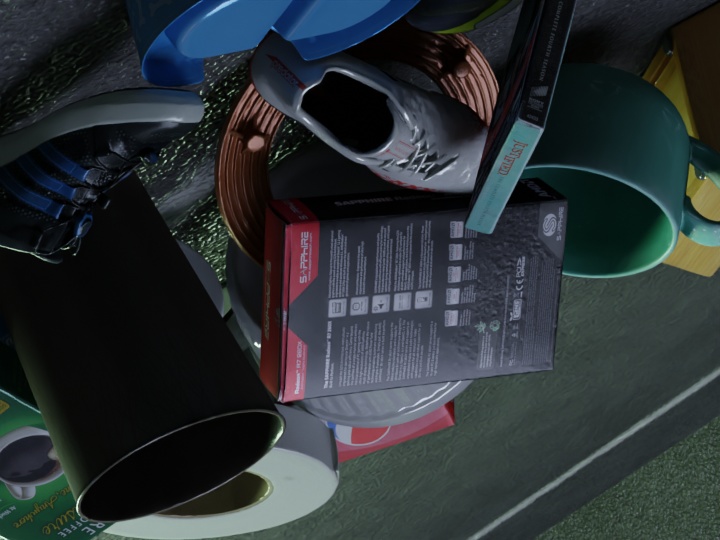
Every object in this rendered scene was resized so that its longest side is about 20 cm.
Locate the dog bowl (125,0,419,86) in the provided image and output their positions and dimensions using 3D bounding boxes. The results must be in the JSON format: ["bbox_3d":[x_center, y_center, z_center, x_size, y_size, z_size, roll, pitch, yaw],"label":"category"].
[{"bbox_3d":[-0.045,-0.161,1.335,0.200,0.050,0.111,-15,160,-38],"label":"dog bowl"}]

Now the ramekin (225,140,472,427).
[{"bbox_3d":[0.000,0.000,1.670,0.200,0.201,0.105,-29,156,4],"label":"ramekin"}]

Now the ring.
[{"bbox_3d":[0.003,-0.074,1.537,0.200,0.019,0.201,-12,123,-19],"label":"ring"}]

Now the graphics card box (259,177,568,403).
[{"bbox_3d":[0.034,0.011,1.551,0.199,0.126,0.051,-6,-158,-21],"label":"graphics card box"}]

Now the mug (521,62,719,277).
[{"bbox_3d":[0.180,-0.076,1.777,0.185,0.115,0.152,28,147,-25],"label":"mug"}]

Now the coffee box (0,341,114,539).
[{"bbox_3d":[-0.236,0.113,1.574,0.123,0.044,0.200,-36,128,28],"label":"coffee box"}]

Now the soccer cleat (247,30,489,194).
[{"bbox_3d":[0.017,-0.087,1.469,0.200,0.085,0.069,28,105,-35],"label":"soccer cleat"}]

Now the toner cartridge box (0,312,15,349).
[{"bbox_3d":[-0.258,0.072,1.633,0.200,0.095,0.043,-37,161,28],"label":"toner cartridge box"}]

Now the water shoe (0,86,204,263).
[{"bbox_3d":[-0.167,-0.046,1.362,0.200,0.079,0.071,-18,172,27],"label":"water shoe"}]

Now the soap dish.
[{"bbox_3d":[0.271,-0.102,1.893,0.081,0.158,0.200,-7,159,-12],"label":"soap dish"}]

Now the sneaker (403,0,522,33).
[{"bbox_3d":[0.078,-0.212,1.372,0.081,0.074,0.200,0,143,-43],"label":"sneaker"}]

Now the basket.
[{"bbox_3d":[-0.153,0.038,1.499,0.136,0.200,0.180,-31,163,9],"label":"basket"}]

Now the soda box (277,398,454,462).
[{"bbox_3d":[-0.032,0.104,1.808,0.199,0.063,0.070,-20,123,14],"label":"soda box"}]

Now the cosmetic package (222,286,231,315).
[{"bbox_3d":[-0.037,0.058,1.943,0.085,0.108,0.200,-36,164,23],"label":"cosmetic package"}]

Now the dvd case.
[{"bbox_3d":[0.108,-0.139,1.457,0.022,0.201,0.146,16,154,-3],"label":"dvd case"}]

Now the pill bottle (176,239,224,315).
[{"bbox_3d":[-0.171,0.060,1.708,0.113,0.113,0.200,-19,162,-30],"label":"pill bottle"}]

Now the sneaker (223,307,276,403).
[{"bbox_3d":[-0.049,0.028,1.795,0.200,0.079,0.074,-54,-178,-27],"label":"sneaker"}]

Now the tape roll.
[{"bbox_3d":[-0.116,0.145,1.720,0.202,0.037,0.203,-5,155,-2],"label":"tape roll"}]
